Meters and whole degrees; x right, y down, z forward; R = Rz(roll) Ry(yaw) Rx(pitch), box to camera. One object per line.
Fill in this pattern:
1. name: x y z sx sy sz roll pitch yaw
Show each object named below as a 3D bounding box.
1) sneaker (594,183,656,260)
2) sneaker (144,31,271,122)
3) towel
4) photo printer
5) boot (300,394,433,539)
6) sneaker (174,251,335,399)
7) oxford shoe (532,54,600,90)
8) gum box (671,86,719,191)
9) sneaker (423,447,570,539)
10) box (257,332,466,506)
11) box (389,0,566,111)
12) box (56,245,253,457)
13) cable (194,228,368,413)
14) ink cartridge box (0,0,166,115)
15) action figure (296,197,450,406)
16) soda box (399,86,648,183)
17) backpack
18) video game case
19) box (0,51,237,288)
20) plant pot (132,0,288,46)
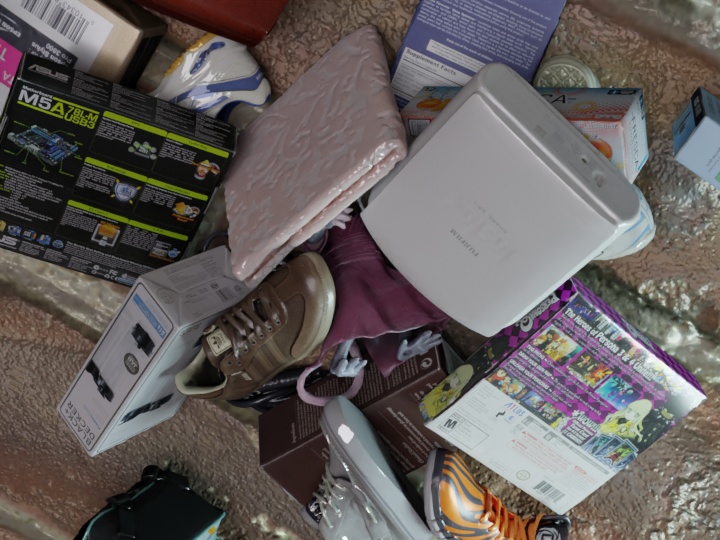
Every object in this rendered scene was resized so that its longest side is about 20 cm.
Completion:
1. sneaker: 0.155 -0.031 1.155 0.199 0.072 0.073 -19 106 35
2. sneaker: -0.169 -0.128 1.237 0.200 0.075 0.088 -40 94 19
3. towel: -0.043 -0.101 1.161 0.191 0.201 0.032 -40 123 21
4. photo printer: 0.101 -0.046 1.082 0.166 0.070 0.200 44 133 -3
5. boot: -0.012 0.197 1.197 0.095 0.074 0.201 -27 129 6
6. sneaker: -0.091 0.059 1.155 0.071 0.075 0.200 60 138 20
7. oxford shoe: 0.176 -0.097 1.182 0.074 0.058 0.202 8 120 12
8. gum box: 0.344 -0.064 1.092 0.199 0.170 0.045 35 109 1
9. sneaker: 0.131 0.226 1.227 0.111 0.078 0.201 -4 139 24
10. box: 0.012 0.140 1.250 0.199 0.075 0.100 -31 126 16
11. box: 0.094 -0.184 1.187 0.120 0.032 0.201 25 110 5
12. box: -0.186 0.075 1.237 0.060 0.116 0.200 48 129 14
13. cable: -0.085 0.063 1.280 0.199 0.051 0.164 27 108 4
14. ink cartridge box: -0.305 -0.210 1.246 0.199 0.075 0.165 33 107 1
15. action figure: 0.000 0.000 1.210 0.149 0.133 0.201 -51 48 39
16. soda box: 0.132 -0.110 1.115 0.198 0.068 0.064 5 123 28
17. backpack: -0.220 0.316 1.309 0.153 0.176 0.200 41 113 4
18. video game case: 0.179 0.115 1.193 0.181 0.036 0.199 -43 124 18
19. box: -0.235 -0.079 1.213 0.198 0.048 0.194 17 127 -18
20. plant pot: -0.120 -0.290 1.114 0.176 0.200 0.201 34 93 -10
